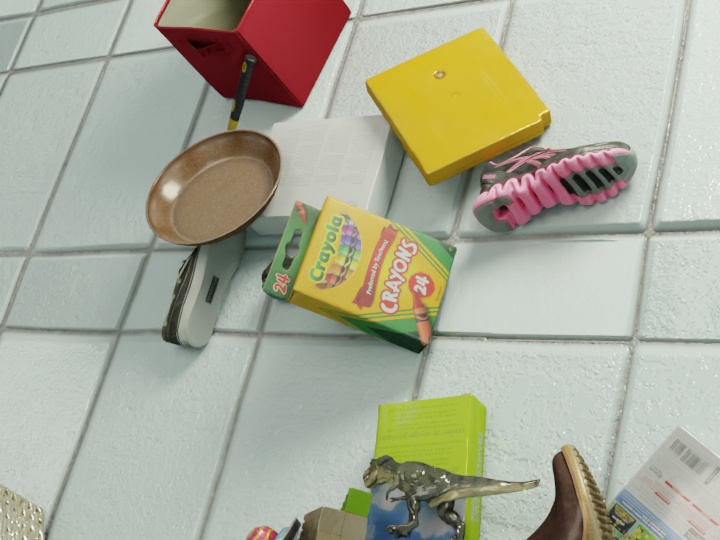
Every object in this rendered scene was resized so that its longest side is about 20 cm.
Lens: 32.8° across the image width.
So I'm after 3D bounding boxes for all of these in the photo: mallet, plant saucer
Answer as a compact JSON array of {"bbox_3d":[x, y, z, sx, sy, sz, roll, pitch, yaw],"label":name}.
[{"bbox_3d":[-0.171,-0.196,1.676,0.066,0.041,0.201,57,137,36],"label":"mallet"},{"bbox_3d":[-0.188,-0.102,1.611,0.198,0.037,0.202,-14,46,15],"label":"plant saucer"}]

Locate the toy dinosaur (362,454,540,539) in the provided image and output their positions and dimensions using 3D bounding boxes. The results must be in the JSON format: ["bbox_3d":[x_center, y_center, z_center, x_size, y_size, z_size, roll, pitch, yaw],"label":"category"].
[{"bbox_3d":[0.076,0.235,1.237,0.198,0.048,0.089,3,57,28],"label":"toy dinosaur"}]

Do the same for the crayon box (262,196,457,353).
[{"bbox_3d":[0.000,0.000,1.414,0.198,0.051,0.128,21,68,-5],"label":"crayon box"}]

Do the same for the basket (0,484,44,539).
[{"bbox_3d":[-0.506,0.383,1.511,0.197,0.161,0.201,-28,49,16],"label":"basket"}]

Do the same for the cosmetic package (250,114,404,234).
[{"bbox_3d":[-0.046,-0.124,1.607,0.198,0.052,0.152,1,60,33],"label":"cosmetic package"}]

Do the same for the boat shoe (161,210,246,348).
[{"bbox_3d":[-0.213,0.004,1.622,0.063,0.071,0.202,5,66,34],"label":"boat shoe"}]

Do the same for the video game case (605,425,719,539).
[{"bbox_3d":[0.289,0.263,1.157,0.200,0.018,0.143,-48,48,-2],"label":"video game case"}]

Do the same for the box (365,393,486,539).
[{"bbox_3d":[0.069,0.236,1.300,0.121,0.048,0.202,-10,57,29],"label":"box"}]

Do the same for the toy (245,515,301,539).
[{"bbox_3d":[-0.107,0.305,1.280,0.047,0.200,0.116,30,77,3],"label":"toy"}]

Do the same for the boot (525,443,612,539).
[{"bbox_3d":[0.160,0.278,1.171,0.165,0.072,0.202,-20,57,18],"label":"boot"}]

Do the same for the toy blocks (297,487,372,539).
[{"bbox_3d":[-0.049,0.333,1.269,0.137,0.099,0.202,134,151,-65],"label":"toy blocks"}]

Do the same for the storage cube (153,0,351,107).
[{"bbox_3d":[-0.152,-0.358,1.740,0.170,0.180,0.202,12,69,38],"label":"storage cube"}]

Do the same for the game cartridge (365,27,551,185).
[{"bbox_3d":[0.121,-0.208,1.532,0.175,0.033,0.201,-25,51,-5],"label":"game cartridge"}]

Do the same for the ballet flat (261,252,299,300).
[{"bbox_3d":[-0.039,0.002,1.513,0.198,0.068,0.069,6,56,35],"label":"ballet flat"}]

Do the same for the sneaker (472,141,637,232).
[{"bbox_3d":[0.222,-0.118,1.418,0.198,0.079,0.096,-16,42,23],"label":"sneaker"}]
